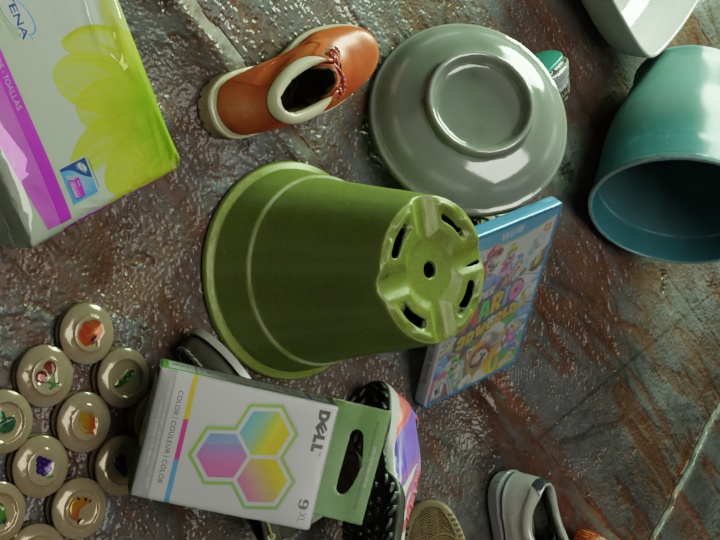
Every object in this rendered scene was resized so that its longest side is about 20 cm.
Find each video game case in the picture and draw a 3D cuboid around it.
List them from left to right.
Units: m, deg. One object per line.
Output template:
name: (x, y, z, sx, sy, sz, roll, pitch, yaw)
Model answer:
video game case: (0.125, 0.032, 1.322, 0.143, 0.018, 0.200, -21, 135, -40)

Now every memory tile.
memory tile: (-0.237, 0.137, 1.066, 0.200, 0.017, 0.153, -49, 121, -31)

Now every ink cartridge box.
ink cartridge box: (-0.077, 0.145, 1.087, 0.200, 0.059, 0.104, 14, 91, -10)

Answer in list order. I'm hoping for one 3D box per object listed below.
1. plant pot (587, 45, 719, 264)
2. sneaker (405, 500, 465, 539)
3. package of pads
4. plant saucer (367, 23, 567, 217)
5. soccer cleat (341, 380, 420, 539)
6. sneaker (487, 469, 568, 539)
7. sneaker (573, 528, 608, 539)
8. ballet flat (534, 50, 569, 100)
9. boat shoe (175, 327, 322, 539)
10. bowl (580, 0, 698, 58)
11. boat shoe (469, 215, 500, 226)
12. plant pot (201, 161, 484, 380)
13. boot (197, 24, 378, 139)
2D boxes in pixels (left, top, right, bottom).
plant pot: (0.364, -0.139, 1.497, 0.200, 0.200, 0.188, 38, 52, -35)
sneaker: (0.090, 0.332, 1.324, 0.112, 0.071, 0.200, 54, 23, -64)
package of pads: (-0.237, -0.139, 1.021, 0.154, 0.068, 0.200, -34, 112, -36)
plant saucer: (0.109, -0.153, 1.289, 0.200, 0.050, 0.200, 4, 73, -12)
soccer cleat: (0.028, 0.198, 1.234, 0.073, 0.068, 0.200, 37, 40, -38)
sneaker: (0.183, 0.307, 1.404, 0.073, 0.071, 0.200, -24, 105, -39)
sneaker: (0.285, 0.372, 1.498, 0.077, 0.073, 0.200, -39, 112, -24)
ballet flat: (0.151, -0.158, 1.383, 0.200, 0.072, 0.072, -35, 113, -35)
boat shoe: (-0.104, 0.144, 1.147, 0.060, 0.072, 0.202, -34, 104, -22)
bowl: (0.299, -0.356, 1.509, 0.200, 0.075, 0.200, -53, 121, -28)
boat shoe: (0.121, -0.030, 1.340, 0.200, 0.072, 0.060, 0, 117, -46)
plant pot: (0.000, 0.000, 1.163, 0.200, 0.190, 0.200, 0, 90, -43)
boot: (-0.035, -0.169, 1.189, 0.200, 0.107, 0.075, -34, 110, -38)
